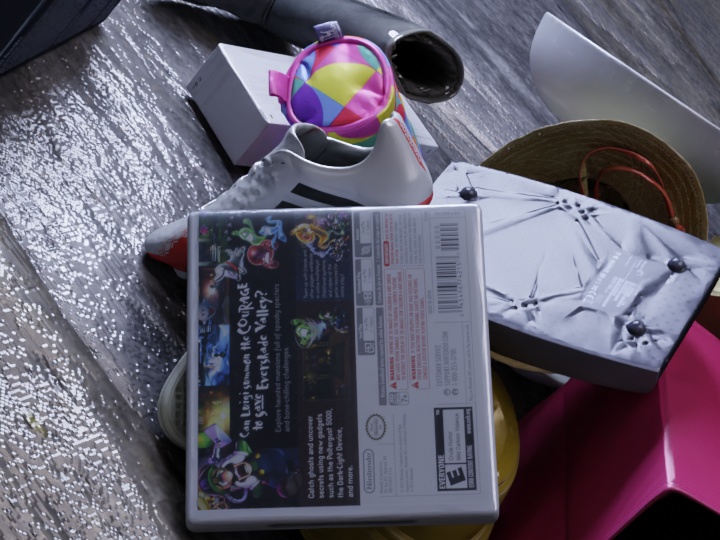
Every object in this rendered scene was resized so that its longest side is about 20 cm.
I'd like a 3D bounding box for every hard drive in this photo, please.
[{"bbox_3d":[0.120,0.005,1.297,0.199,0.042,0.135,20,47,21],"label":"hard drive"}]

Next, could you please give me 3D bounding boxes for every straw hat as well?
[{"bbox_3d":[0.146,-0.033,1.440,0.201,0.201,0.085,34,22,-18],"label":"straw hat"}]

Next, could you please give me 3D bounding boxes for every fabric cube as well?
[{"bbox_3d":[0.206,0.179,1.323,0.196,0.200,0.200,34,31,-16],"label":"fabric cube"}]

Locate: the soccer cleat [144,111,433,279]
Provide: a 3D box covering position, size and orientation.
[{"bbox_3d":[-0.050,-0.049,1.301,0.069,0.199,0.086,-52,129,-63],"label":"soccer cleat"}]

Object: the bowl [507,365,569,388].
[{"bbox_3d":[0.147,0.006,1.546,0.200,0.090,0.202,9,72,-29],"label":"bowl"}]

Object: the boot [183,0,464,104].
[{"bbox_3d":[-0.040,-0.192,1.545,0.181,0.073,0.200,10,22,-45],"label":"boot"}]

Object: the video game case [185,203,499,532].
[{"bbox_3d":[-0.013,0.056,1.211,0.181,0.023,0.201,-1,66,-1],"label":"video game case"}]

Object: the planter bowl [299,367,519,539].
[{"bbox_3d":[0.040,0.103,1.269,0.200,0.083,0.201,24,54,-39],"label":"planter bowl"}]

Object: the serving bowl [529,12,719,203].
[{"bbox_3d":[0.200,-0.107,1.486,0.200,0.066,0.200,33,9,-6],"label":"serving bowl"}]

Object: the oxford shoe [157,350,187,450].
[{"bbox_3d":[-0.067,0.055,1.289,0.075,0.058,0.200,57,42,-13],"label":"oxford shoe"}]

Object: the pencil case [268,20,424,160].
[{"bbox_3d":[-0.002,-0.091,1.439,0.089,0.088,0.200,61,-1,28],"label":"pencil case"}]

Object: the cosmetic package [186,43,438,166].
[{"bbox_3d":[-0.035,-0.115,1.546,0.200,0.051,0.083,4,44,-50],"label":"cosmetic package"}]

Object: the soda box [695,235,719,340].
[{"bbox_3d":[0.274,0.079,1.422,0.068,0.064,0.201,-45,132,-38],"label":"soda box"}]

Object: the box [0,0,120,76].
[{"bbox_3d":[-0.240,-0.231,1.377,0.148,0.107,0.200,45,28,0],"label":"box"}]
